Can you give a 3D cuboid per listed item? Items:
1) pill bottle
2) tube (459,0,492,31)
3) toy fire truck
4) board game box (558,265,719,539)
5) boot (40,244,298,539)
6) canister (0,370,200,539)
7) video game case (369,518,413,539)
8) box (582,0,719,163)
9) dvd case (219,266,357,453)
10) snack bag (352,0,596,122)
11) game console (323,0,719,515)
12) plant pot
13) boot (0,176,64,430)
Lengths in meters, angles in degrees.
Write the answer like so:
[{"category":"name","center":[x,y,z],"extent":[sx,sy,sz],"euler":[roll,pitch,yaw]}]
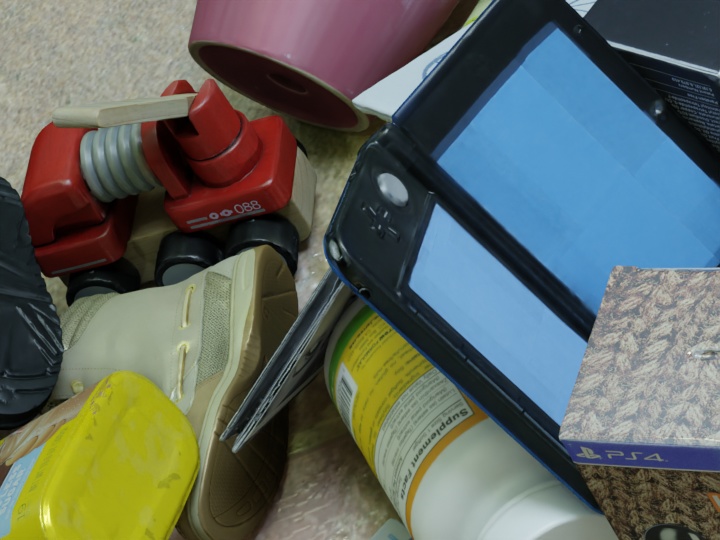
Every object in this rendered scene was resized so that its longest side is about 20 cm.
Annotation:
[{"category":"pill bottle","center":[0.065,0.095,1.177],"extent":[0.111,0.111,0.200],"euler":[-33,42,0]},{"category":"tube","center":[0.062,-0.105,1.408],"extent":[0.200,0.058,0.052],"euler":[-53,4,-29]},{"category":"toy fire truck","center":[-0.141,-0.062,1.376],"extent":[0.175,0.200,0.129],"euler":[-13,46,20]},{"category":"board game box","center":[0.205,0.096,1.028],"extent":[0.159,0.200,0.097],"euler":[0,52,31]},{"category":"boot","center":[-0.123,0.083,1.330],"extent":[0.154,0.073,0.201],"euler":[-12,50,24]},{"category":"canister","center":[-0.191,0.150,1.239],"extent":[0.199,0.087,0.149],"euler":[-30,22,36]},{"category":"video game case","center":[0.032,0.225,1.150],"extent":[0.143,0.018,0.200],"euler":[-46,44,-12]},{"category":"box","center":[0.235,-0.125,1.222],"extent":[0.104,0.182,0.200],"euler":[22,64,43]},{"category":"dvd case","center":[0.000,0.000,1.241],"extent":[0.201,0.016,0.149],"euler":[-56,-5,20]},{"category":"snack bag","center":[0.127,-0.111,1.339],"extent":[0.188,0.022,0.199],"euler":[-34,40,-31]},{"category":"game console","center":[0.100,-0.014,1.099],"extent":[0.118,0.200,0.171],"euler":[-42,13,28]},{"category":"plant pot","center":[-0.018,-0.196,1.445],"extent":[0.199,0.200,0.180],"euler":[15,76,39]},{"category":"boot","center":[-0.246,0.055,1.376],"extent":[0.163,0.073,0.199],"euler":[-58,36,40]}]
